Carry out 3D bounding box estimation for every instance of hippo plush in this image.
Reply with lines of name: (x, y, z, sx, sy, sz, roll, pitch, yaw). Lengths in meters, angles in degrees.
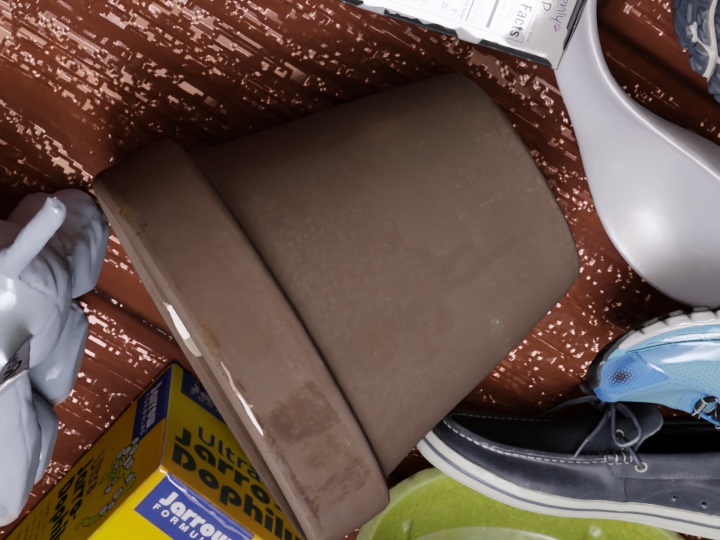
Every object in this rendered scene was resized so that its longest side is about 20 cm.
hippo plush: (-0.215, 0.024, 1.042, 0.160, 0.200, 0.160, 14, 93, 1)

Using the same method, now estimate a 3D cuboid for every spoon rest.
spoon rest: (0.133, -0.065, 1.060, 0.061, 0.099, 0.200, -37, 114, -33)

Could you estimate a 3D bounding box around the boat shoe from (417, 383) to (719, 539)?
boat shoe: (0.126, 0.089, 1.137, 0.199, 0.075, 0.062, 10, 106, -10)

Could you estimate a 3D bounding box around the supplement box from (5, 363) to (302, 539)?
supplement box: (-0.118, 0.166, 1.145, 0.109, 0.110, 0.200, 38, 109, -17)

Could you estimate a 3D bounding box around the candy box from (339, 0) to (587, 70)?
candy box: (-0.002, -0.163, 0.977, 0.200, 0.136, 0.061, 17, 115, -10)

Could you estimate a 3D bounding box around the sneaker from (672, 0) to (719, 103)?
sneaker: (0.243, -0.102, 1.052, 0.200, 0.086, 0.078, 21, 136, 12)

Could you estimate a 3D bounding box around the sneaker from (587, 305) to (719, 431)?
sneaker: (0.207, 0.068, 1.086, 0.199, 0.078, 0.090, 8, 80, -2)

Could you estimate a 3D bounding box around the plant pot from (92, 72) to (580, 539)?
plant pot: (0.000, 0.000, 1.039, 0.174, 0.200, 0.200, -31, 113, -6)

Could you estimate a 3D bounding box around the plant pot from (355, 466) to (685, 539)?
plant pot: (0.071, 0.230, 1.151, 0.200, 0.201, 0.185, 12, 126, -7)
